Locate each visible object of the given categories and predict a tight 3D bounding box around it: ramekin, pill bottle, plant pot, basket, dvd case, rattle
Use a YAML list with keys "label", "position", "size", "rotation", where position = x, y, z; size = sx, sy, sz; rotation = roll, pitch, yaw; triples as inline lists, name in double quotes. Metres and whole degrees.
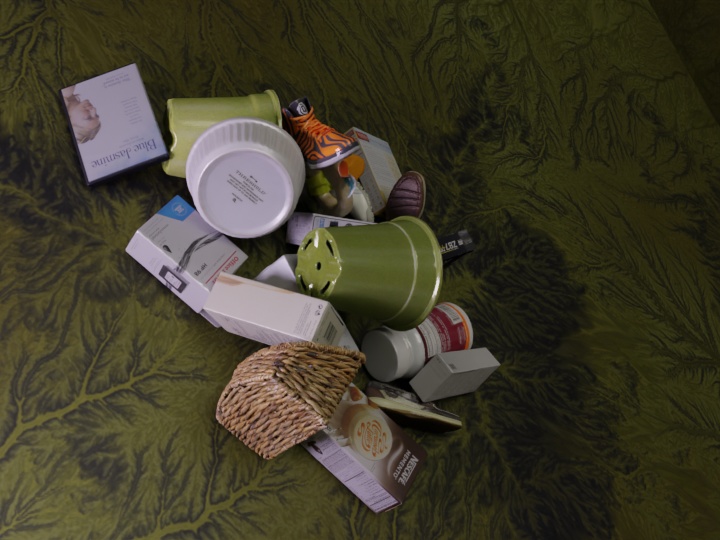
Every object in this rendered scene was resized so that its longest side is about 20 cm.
- label: "ramekin"
  position: [-0.190, -0.145, 1.276]
  size: [0.202, 0.203, 0.094]
  rotation: [25, 25, -21]
- label: "pill bottle"
  position: [0.105, 0.134, 1.423]
  size: [0.200, 0.114, 0.114]
  rotation: [-14, 71, -41]
- label: "plant pot"
  position: [-0.254, -0.229, 1.367]
  size: [0.184, 0.200, 0.201]
  rotation: [1, 60, -22]
- label: "basket"
  position: [-0.117, 0.171, 1.176]
  size: [0.143, 0.200, 0.149]
  rotation: [41, 47, -9]
- label: "dvd case"
  position: [-0.420, -0.248, 1.305]
  size: [0.142, 0.018, 0.201]
  rotation: [-21, 71, -5]
- label: "plant pot"
  position: [0.000, 0.000, 1.276]
  size: [0.189, 0.200, 0.201]
  rotation: [4, 59, -38]
- label: "rattle"
  position: [-0.012, -0.178, 1.413]
  size: [0.142, 0.200, 0.131]
  rotation: [-13, 80, -23]

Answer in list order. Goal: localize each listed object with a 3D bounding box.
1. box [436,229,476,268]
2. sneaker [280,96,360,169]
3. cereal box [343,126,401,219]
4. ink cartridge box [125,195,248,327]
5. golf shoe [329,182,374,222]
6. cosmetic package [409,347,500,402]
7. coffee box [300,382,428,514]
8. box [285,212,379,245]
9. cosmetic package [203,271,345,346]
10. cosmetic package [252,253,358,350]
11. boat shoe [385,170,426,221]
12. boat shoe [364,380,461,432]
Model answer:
- label: "box"
  position: [0.096, -0.002, 1.445]
  size: [0.161, 0.200, 0.049]
  rotation: [-20, 79, -43]
- label: "sneaker"
  position: [-0.083, -0.238, 1.315]
  size: [0.077, 0.200, 0.112]
  rotation: [-32, 113, -29]
- label: "cereal box"
  position: [0.044, -0.197, 1.620]
  size: [0.144, 0.039, 0.201]
  rotation: [12, 51, -56]
- label: "ink cartridge box"
  position: [-0.271, -0.015, 1.279]
  size: [0.200, 0.067, 0.116]
  rotation: [41, 45, -6]
- label: "golf shoe"
  position: [-0.054, -0.161, 1.548]
  size: [0.097, 0.078, 0.200]
  rotation: [-31, 79, -22]
- label: "cosmetic package"
  position: [0.176, 0.189, 1.416]
  size: [0.051, 0.083, 0.200]
  rotation: [49, 23, 25]
- label: "coffee box"
  position: [0.000, 0.286, 1.268]
  size: [0.200, 0.080, 0.114]
  rotation: [43, 46, -5]
- label: "box"
  position: [-0.027, -0.066, 1.443]
  size: [0.199, 0.117, 0.060]
  rotation: [6, 93, -30]
- label: "cosmetic package"
  position: [-0.135, 0.074, 1.217]
  size: [0.199, 0.105, 0.071]
  rotation: [16, 69, 21]
- label: "cosmetic package"
  position: [-0.098, 0.080, 1.310]
  size: [0.074, 0.102, 0.200]
  rotation: [-7, 66, -59]
- label: "boat shoe"
  position: [0.090, -0.108, 1.532]
  size: [0.075, 0.203, 0.075]
  rotation: [25, 29, 17]
- label: "boat shoe"
  position: [0.096, 0.242, 1.373]
  size: [0.199, 0.073, 0.065]
  rotation: [19, 57, -25]
